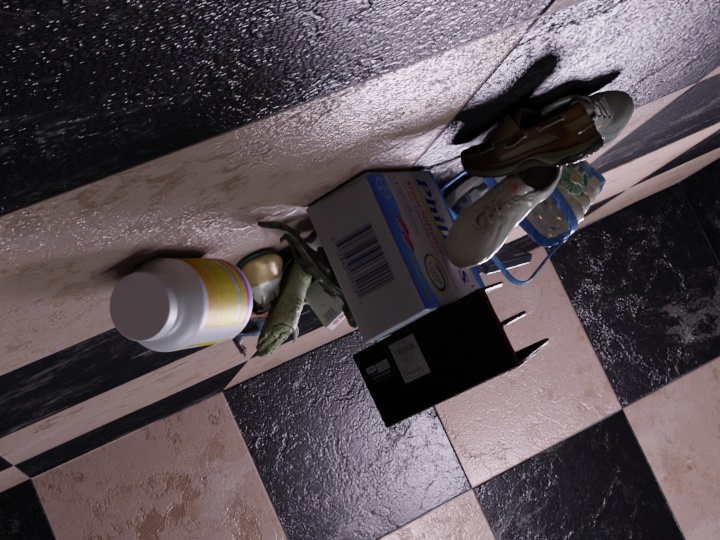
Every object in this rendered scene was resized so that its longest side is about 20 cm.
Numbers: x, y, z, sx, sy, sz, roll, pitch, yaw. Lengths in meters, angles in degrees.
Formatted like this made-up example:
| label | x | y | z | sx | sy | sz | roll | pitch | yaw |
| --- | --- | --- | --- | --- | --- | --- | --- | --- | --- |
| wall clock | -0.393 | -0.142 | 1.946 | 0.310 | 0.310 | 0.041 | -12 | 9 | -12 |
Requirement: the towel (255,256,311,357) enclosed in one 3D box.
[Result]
| label | x | y | z | sx | sy | sz | roll | pitch | yaw |
| --- | --- | --- | --- | --- | --- | --- | --- | --- | --- |
| towel | -0.108 | 0.045 | 1.528 | 0.036 | 0.150 | 0.200 | 21 | 159 | -7 |

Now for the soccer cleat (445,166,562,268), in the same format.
| label | x | y | z | sx | sy | sz | roll | pitch | yaw |
| --- | --- | --- | --- | --- | --- | --- | --- | --- | --- |
| soccer cleat | 0.182 | -0.081 | 1.309 | 0.200 | 0.069 | 0.078 | -41 | 169 | -23 |

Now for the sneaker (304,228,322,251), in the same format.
| label | x | y | z | sx | sy | sz | roll | pitch | yaw |
| --- | --- | --- | --- | --- | --- | --- | --- | --- | --- |
| sneaker | -0.023 | -0.022 | 1.415 | 0.075 | 0.081 | 0.200 | -46 | 164 | 7 |

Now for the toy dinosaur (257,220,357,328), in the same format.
| label | x | y | z | sx | sy | sz | roll | pitch | yaw |
| --- | --- | --- | --- | --- | --- | --- | --- | --- | --- |
| toy dinosaur | -0.059 | -0.015 | 1.279 | 0.047 | 0.200 | 0.088 | -40 | -153 | 9 |

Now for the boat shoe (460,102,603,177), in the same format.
| label | x | y | z | sx | sy | sz | roll | pitch | yaw |
| --- | --- | --- | --- | --- | --- | --- | --- | --- | --- |
| boat shoe | 0.208 | -0.168 | 1.282 | 0.199 | 0.074 | 0.076 | -7 | -158 | 44 |

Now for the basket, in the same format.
| label | x | y | z | sx | sy | sz | roll | pitch | yaw |
| --- | --- | --- | --- | --- | --- | --- | --- | --- | --- |
| basket | 0.227 | -0.103 | 1.442 | 0.200 | 0.176 | 0.139 | -43 | 179 | -14 |

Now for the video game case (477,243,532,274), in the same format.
| label | x | y | z | sx | sy | sz | roll | pitch | yaw |
| --- | --- | --- | --- | --- | --- | --- | --- | --- | --- |
| video game case | 0.163 | -0.044 | 1.689 | 0.142 | 0.199 | 0.019 | -12 | 121 | -51 |

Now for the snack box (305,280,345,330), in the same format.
| label | x | y | z | sx | sy | sz | roll | pitch | yaw |
| --- | --- | --- | --- | --- | --- | --- | --- | --- | --- |
| snack box | 0.004 | -0.006 | 1.522 | 0.200 | 0.072 | 0.024 | -44 | 150 | 10 |

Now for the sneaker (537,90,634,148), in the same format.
| label | x | y | z | sx | sy | sz | roll | pitch | yaw |
| --- | --- | --- | --- | --- | --- | --- | --- | --- | --- |
| sneaker | 0.297 | -0.201 | 1.364 | 0.199 | 0.076 | 0.092 | -24 | 169 | -24 |

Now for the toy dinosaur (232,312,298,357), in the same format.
| label | x | y | z | sx | sy | sz | roll | pitch | yaw |
| --- | --- | --- | --- | --- | --- | --- | --- | --- | --- |
| toy dinosaur | -0.133 | 0.065 | 1.664 | 0.180 | 0.106 | 0.200 | -31 | 170 | 13 |

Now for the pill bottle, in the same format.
| label | x | y | z | sx | sy | sz | roll | pitch | yaw |
| --- | --- | --- | --- | --- | --- | --- | --- | --- | --- |
| pill bottle | -0.205 | 0.038 | 1.178 | 0.104 | 0.105 | 0.200 | -27 | 173 | 14 |

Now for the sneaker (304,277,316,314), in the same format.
| label | x | y | z | sx | sy | sz | roll | pitch | yaw |
| --- | --- | --- | --- | --- | --- | --- | --- | --- | --- |
| sneaker | 0.000 | 0.000 | 1.600 | 0.199 | 0.082 | 0.070 | -38 | -147 | 9 |

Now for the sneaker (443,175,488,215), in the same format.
| label | x | y | z | sx | sy | sz | roll | pitch | yaw |
| --- | --- | --- | --- | --- | --- | --- | --- | --- | --- |
| sneaker | 0.145 | -0.072 | 1.592 | 0.200 | 0.087 | 0.078 | -42 | -178 | -37 |

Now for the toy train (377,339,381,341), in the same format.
| label | x | y | z | sx | sy | sz | roll | pitch | yaw |
| --- | --- | --- | --- | --- | --- | --- | --- | --- | --- |
| toy train | 0.044 | 0.024 | 1.670 | 0.084 | 0.201 | 0.115 | 14 | 124 | -20 |

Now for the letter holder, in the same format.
| label | x | y | z | sx | sy | sz | roll | pitch | yaw |
| --- | --- | --- | --- | --- | --- | --- | --- | --- | --- |
| letter holder | 0.117 | 0.098 | 1.287 | 0.199 | 0.101 | 0.142 | -30 | 174 | 29 |

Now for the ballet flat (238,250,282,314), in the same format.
| label | x | y | z | sx | sy | sz | roll | pitch | yaw |
| --- | --- | --- | --- | --- | --- | --- | --- | --- | --- |
| ballet flat | -0.138 | 0.022 | 1.473 | 0.068 | 0.064 | 0.200 | -21 | 172 | -11 |

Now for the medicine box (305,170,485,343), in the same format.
| label | x | y | z | sx | sy | sz | roll | pitch | yaw |
| --- | --- | --- | --- | --- | --- | --- | --- | --- | --- |
| medicine box | 0.050 | -0.024 | 1.310 | 0.102 | 0.184 | 0.199 | -28 | 173 | 28 |
